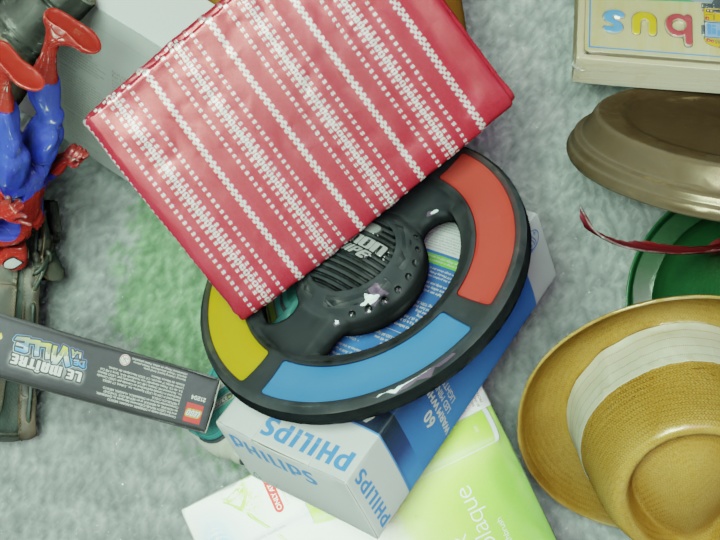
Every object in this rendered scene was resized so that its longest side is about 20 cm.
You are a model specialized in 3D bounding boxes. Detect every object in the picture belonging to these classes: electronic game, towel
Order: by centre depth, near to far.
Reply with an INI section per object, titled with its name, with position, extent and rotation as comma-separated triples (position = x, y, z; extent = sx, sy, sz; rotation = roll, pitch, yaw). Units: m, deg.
[towel]
position = -0.030, -0.089, 0.670
extent = 0.199, 0.022, 0.145
rotation = -38, 101, 2
[electronic game]
position = 0.000, 0.000, 0.698
extent = 0.197, 0.042, 0.202
rotation = -15, 44, 15

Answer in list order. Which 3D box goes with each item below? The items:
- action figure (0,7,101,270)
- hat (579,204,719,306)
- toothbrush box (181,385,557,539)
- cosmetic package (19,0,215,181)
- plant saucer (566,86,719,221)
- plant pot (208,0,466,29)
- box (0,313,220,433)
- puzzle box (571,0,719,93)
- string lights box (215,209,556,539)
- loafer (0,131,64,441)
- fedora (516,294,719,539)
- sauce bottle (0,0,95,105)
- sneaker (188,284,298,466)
[action figure]
position = -0.188, -0.057, 0.694
extent = 0.052, 0.200, 0.066
rotation = 38, 53, 2
[hat]
position = 0.241, 0.015, 0.718
extent = 0.198, 0.176, 0.168
rotation = -23, 81, 1
[toothbrush box]
position = 0.013, 0.168, 0.763
extent = 0.198, 0.086, 0.147
rotation = -26, 82, 2
[cosmetic package]
position = -0.172, -0.141, 0.767
extent = 0.199, 0.151, 0.052
rotation = 33, 61, 12
[plant saucer]
position = 0.221, -0.074, 0.727
extent = 0.197, 0.201, 0.030
rotation = 6, 114, 4
[plant pot]
position = -0.018, -0.173, 0.762
extent = 0.198, 0.200, 0.185
rotation = -21, 98, 1
[box]
position = -0.193, 0.050, 0.730
extent = 0.198, 0.110, 0.035
rotation = 20, 81, -30
[puzzle box]
position = 0.236, -0.174, 0.794
extent = 0.197, 0.026, 0.135
rotation = 4, 63, 4
[string lights box]
position = 0.019, 0.043, 0.722
extent = 0.102, 0.059, 0.201
rotation = 18, 59, 37
[loafer]
position = -0.224, 0.013, 0.813
extent = 0.062, 0.072, 0.203
rotation = 13, 91, -15
[fedora]
position = 0.184, 0.107, 0.708
extent = 0.197, 0.202, 0.082
rotation = -4, 40, 3
[sauce bottle]
position = -0.230, -0.097, 0.689
extent = 0.199, 0.065, 0.065
rotation = -38, 82, 12
[sneaker]
position = -0.051, 0.025, 0.792
extent = 0.079, 0.078, 0.201
rotation = 30, 84, 19
